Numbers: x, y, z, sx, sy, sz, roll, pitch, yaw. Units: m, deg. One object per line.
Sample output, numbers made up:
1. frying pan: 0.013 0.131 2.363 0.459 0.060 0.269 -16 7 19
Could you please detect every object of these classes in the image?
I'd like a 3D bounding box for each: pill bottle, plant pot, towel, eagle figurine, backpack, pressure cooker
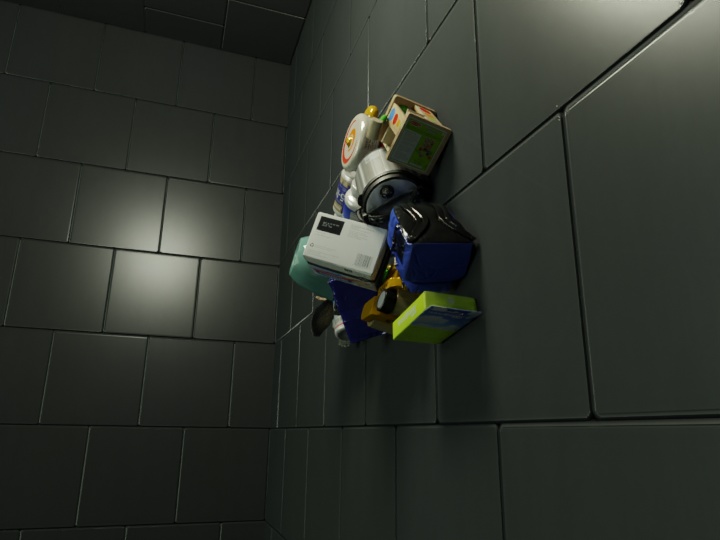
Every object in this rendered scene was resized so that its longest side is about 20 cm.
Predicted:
1. pill bottle: -0.030 -0.237 1.876 0.120 0.118 0.202 -109 30 -53
2. pill bottle: -0.001 -0.195 1.739 0.202 0.110 0.113 101 164 -45
3. plant pot: -0.141 -0.021 1.795 0.200 0.159 0.203 -163 90 -79
4. towel: 0.005 0.095 1.549 0.203 0.146 0.050 70 -159 -10
5. eagle figurine: -0.080 0.154 1.880 0.201 0.150 0.152 -84 -29 -65
6. backpack: 0.136 -0.058 1.232 0.201 0.160 0.170 -109 27 -52
7. pill bottle: -0.036 0.120 1.793 0.109 0.107 0.202 121 150 -52
8. pressure cooker: 0.076 -0.204 1.436 0.201 0.176 0.177 -103 31 -50

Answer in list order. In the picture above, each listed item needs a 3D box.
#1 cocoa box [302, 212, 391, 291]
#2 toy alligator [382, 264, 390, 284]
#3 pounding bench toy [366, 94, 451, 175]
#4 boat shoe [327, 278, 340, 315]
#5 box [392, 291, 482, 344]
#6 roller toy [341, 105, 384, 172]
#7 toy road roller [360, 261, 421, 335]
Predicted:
1. cocoa box: -0.029 -0.048 1.447 0.131 0.197 0.135 68 -140 -67
2. toy alligator: 0.073 0.018 1.592 0.055 0.059 0.200 57 -176 -20
3. pounding bench toy: 0.095 -0.355 1.367 0.125 0.198 0.157 -62 27 28
4. boat shoe: -0.067 0.038 1.652 0.070 0.065 0.203 57 -153 -86
5. box: 0.158 0.101 1.169 0.200 0.120 0.048 126 147 -57
6. roller toy: 0.021 -0.388 1.709 0.200 0.138 0.185 126 149 -48
7. toy road roller: 0.095 0.069 1.399 0.200 0.121 0.148 135 152 -62
